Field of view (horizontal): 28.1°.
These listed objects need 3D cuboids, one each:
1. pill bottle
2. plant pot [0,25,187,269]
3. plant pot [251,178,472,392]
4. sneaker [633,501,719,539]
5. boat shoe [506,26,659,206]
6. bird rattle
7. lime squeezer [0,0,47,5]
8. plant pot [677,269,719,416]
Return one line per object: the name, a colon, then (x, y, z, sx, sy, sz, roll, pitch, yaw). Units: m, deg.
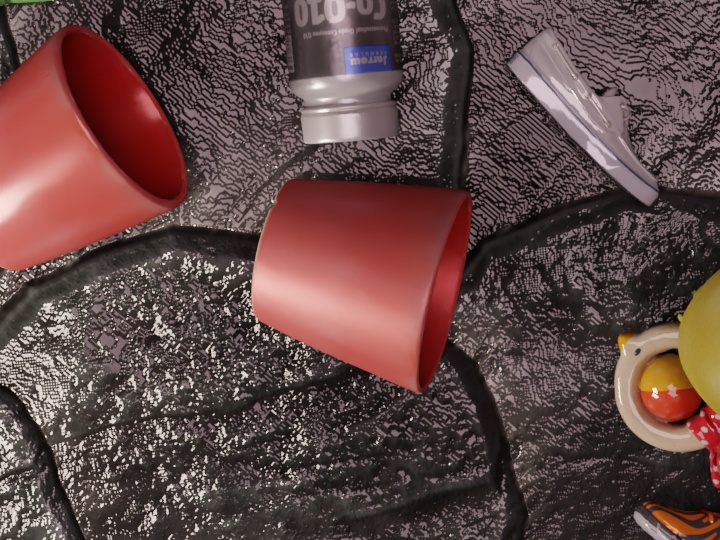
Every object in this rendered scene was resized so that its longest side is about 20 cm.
pill bottle: (-0.017, -0.226, 1.384, 0.112, 0.114, 0.203, -5, 96, 2)
plant pot: (-0.292, -0.105, 1.367, 0.176, 0.200, 0.202, -29, 95, 15)
plant pot: (0.000, 0.000, 1.378, 0.175, 0.200, 0.203, 14, 97, 10)
sneaker: (0.378, 0.254, 1.451, 0.198, 0.078, 0.113, 27, 92, -12)
boat shoe: (0.231, -0.151, 1.405, 0.065, 0.074, 0.200, -43, 94, 10)
bird rattle: (0.337, 0.120, 1.437, 0.161, 0.113, 0.202, -4, 105, 19)
lime squeezer: (-0.374, -0.239, 1.438, 0.200, 0.038, 0.071, -41, 125, 4)
plant pot: (0.368, 0.064, 1.285, 0.198, 0.142, 0.203, 1, 88, -25)
